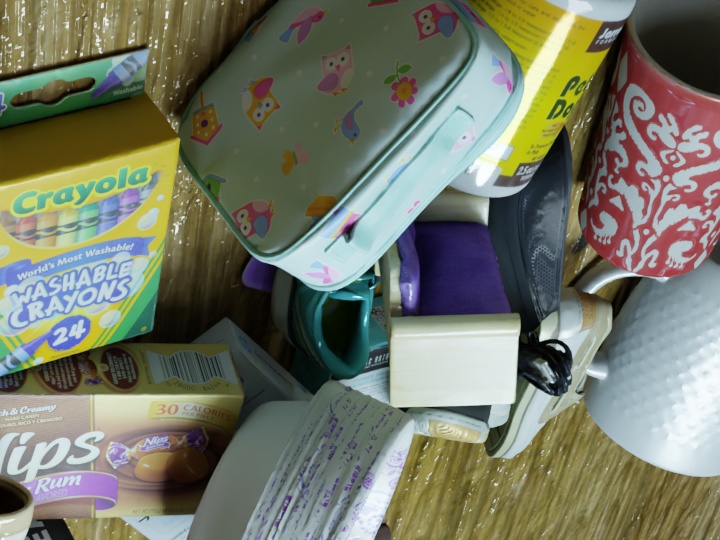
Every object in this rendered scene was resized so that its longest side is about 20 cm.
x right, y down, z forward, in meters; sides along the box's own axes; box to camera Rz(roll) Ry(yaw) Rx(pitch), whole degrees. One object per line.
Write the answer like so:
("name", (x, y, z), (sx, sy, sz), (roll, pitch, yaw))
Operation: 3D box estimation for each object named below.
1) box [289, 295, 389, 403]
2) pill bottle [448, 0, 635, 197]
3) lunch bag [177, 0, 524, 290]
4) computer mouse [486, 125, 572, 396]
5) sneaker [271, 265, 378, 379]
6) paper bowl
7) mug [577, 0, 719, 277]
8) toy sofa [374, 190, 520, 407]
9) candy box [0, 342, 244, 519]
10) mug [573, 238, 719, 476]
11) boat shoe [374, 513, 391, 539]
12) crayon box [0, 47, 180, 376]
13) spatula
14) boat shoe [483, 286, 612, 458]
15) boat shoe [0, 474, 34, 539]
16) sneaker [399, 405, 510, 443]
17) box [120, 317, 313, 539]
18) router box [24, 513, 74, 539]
("box", (-0.018, 0.112, 1.484), (0.082, 0.049, 0.200), (-14, 139, -31))
("pill bottle", (0.103, -0.153, 1.232), (0.109, 0.109, 0.200), (-2, 132, -41))
("lunch bag", (-0.007, -0.091, 1.158), (0.200, 0.160, 0.077), (-47, 145, 11))
("computer mouse", (0.113, -0.014, 1.380), (0.053, 0.138, 0.200), (1, 96, -12))
("sneaker", (-0.013, -0.017, 1.297), (0.077, 0.080, 0.200), (-15, 126, -21))
("paper bowl", (-0.049, 0.169, 1.299), (0.201, 0.104, 0.201), (24, 90, -83))
("mug", (0.253, -0.092, 1.404), (0.177, 0.133, 0.200), (16, 138, 2))
("toy sofa", (0.054, 0.001, 1.276), (0.083, 0.200, 0.098), (0, 116, -3))
("candy box", (-0.187, 0.105, 1.268), (0.200, 0.056, 0.117), (1, 130, -23))
("mug", (0.263, 0.053, 1.612), (0.200, 0.148, 0.175), (14, 120, -14))
("boat shoe", (-0.026, 0.239, 1.563), (0.070, 0.070, 0.200), (-21, 172, 24))
("crayon box", (-0.181, -0.030, 1.167), (0.126, 0.052, 0.200), (-17, 140, -29))
("spatula", (0.000, 0.000, 1.395), (0.200, 0.021, 0.057), (7, 120, -48))
("boat shoe", (0.149, 0.089, 1.568), (0.068, 0.075, 0.200), (-1, 144, -15))
("boat shoe", (-0.293, 0.125, 1.179), (0.200, 0.074, 0.069), (21, 123, -22))
("sneaker", (0.073, 0.078, 1.466), (0.200, 0.076, 0.088), (-21, 122, -77))
("box", (-0.097, 0.140, 1.398), (0.156, 0.041, 0.200), (-36, 134, 10))
("router box", (-0.213, 0.239, 1.318), (0.051, 0.200, 0.149), (-19, 141, -23))
